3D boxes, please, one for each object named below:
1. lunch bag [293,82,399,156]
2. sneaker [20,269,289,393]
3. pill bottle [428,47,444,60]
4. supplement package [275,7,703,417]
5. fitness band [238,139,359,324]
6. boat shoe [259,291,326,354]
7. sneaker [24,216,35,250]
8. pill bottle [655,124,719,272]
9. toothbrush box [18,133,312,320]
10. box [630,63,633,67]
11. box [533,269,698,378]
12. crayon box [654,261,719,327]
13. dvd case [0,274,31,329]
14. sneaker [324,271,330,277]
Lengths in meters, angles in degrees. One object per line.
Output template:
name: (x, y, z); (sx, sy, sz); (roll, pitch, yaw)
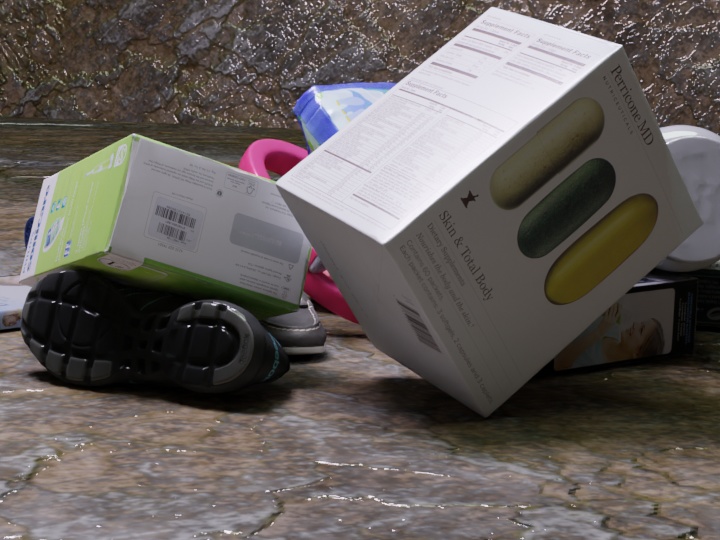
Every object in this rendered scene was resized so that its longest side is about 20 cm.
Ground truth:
lunch bag: (0.048, -0.058, 1.387); (0.170, 0.127, 0.199); (53, 19, 28)
sneaker: (-0.139, 0.049, 1.187); (0.199, 0.076, 0.079); (12, -3, 28)
pill bottle: (0.135, -0.123, 1.350); (0.106, 0.107, 0.199); (8, 12, 38)
supplement package: (0.084, -0.043, 1.157); (0.200, 0.152, 0.150); (-40, 32, -13)
fitness band: (-0.025, -0.032, 1.437); (0.143, 0.038, 0.200); (1, 43, -50)
boat shoe: (-0.080, 0.022, 1.355); (0.066, 0.058, 0.200); (-2, 9, -22)
sneaker: (-0.201, -0.026, 1.492); (0.078, 0.071, 0.199); (-14, 16, -41)
pill bottle: (0.240, -0.055, 1.354); (0.108, 0.111, 0.200); (2, 3, 2)
toothbrush box: (-0.138, -0.020, 1.251); (0.145, 0.087, 0.200); (18, -13, -25)
box: (0.205, -0.099, 1.705); (0.049, 0.159, 0.200); (-13, 0, -28)
box: (0.142, 0.033, 1.312); (0.199, 0.061, 0.116); (-5, 11, -36)
crayon box: (0.299, 0.009, 1.531); (0.125, 0.052, 0.200); (4, 10, 15)
dvd case: (-0.268, 0.022, 1.451); (0.199, 0.018, 0.142); (-7, 13, -44)
sneaker: (0.000, 0.000, 1.548); (0.087, 0.074, 0.200); (40, 19, 24)
